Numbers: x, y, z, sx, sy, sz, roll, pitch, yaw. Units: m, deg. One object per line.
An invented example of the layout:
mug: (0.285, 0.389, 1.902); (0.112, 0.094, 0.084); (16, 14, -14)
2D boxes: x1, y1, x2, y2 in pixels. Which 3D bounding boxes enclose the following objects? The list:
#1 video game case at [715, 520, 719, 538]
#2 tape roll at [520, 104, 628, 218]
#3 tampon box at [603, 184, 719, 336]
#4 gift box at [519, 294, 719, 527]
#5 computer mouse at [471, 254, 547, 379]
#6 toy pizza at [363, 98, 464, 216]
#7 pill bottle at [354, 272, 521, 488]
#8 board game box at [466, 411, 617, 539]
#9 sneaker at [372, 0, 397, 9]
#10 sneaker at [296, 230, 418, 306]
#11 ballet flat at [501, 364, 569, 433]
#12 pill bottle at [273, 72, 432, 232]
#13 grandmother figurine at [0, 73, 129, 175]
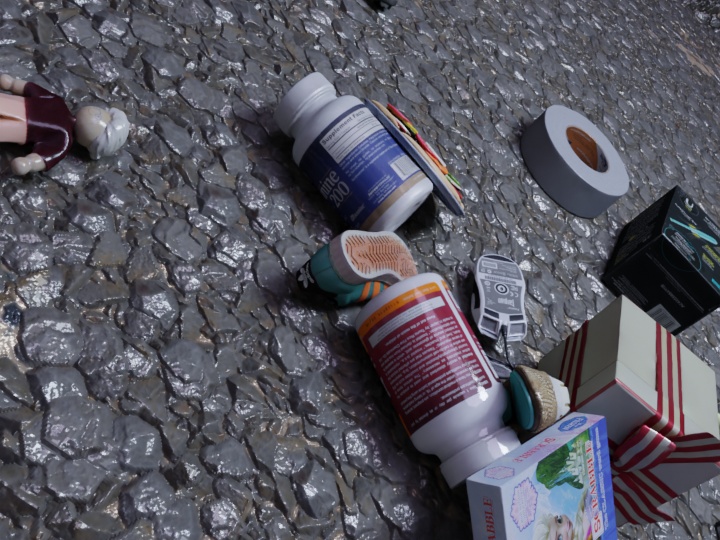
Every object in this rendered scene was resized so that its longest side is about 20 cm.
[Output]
video game case: (0.563, 0.439, 0.968); (0.197, 0.026, 0.183); (23, 45, -23)
tape roll: (0.377, -0.192, 1.298); (0.197, 0.066, 0.203); (21, 47, -25)
tampon box: (0.512, -0.015, 1.217); (0.150, 0.126, 0.200); (45, 40, 1)
gift box: (0.319, 0.175, 0.864); (0.198, 0.185, 0.188); (34, 40, -1)
computer mouse: (0.177, 0.063, 0.938); (0.107, 0.044, 0.202); (11, 46, -3)
toy pizza: (0.077, -0.154, 0.968); (0.201, 0.032, 0.200); (49, 5, -6)
pill bottle: (0.082, 0.115, 0.774); (0.112, 0.113, 0.202); (-9, 63, -42)
board game box: (0.186, 0.266, 0.716); (0.197, 0.041, 0.205); (-14, 98, -44)
sneaker: (0.049, -0.544, 1.292); (0.070, 0.098, 0.204); (21, 47, -26)
sneaker: (0.000, 0.000, 0.838); (0.199, 0.079, 0.073); (11, 58, -60)
ballet flat: (0.185, 0.135, 0.785); (0.064, 0.200, 0.072); (-8, 80, -2)
pill bottle: (-0.013, -0.138, 0.901); (0.201, 0.111, 0.111); (49, 41, 5)
grandmother figurine: (-0.318, -0.141, 0.699); (0.197, 0.060, 0.124); (1, 66, -35)
